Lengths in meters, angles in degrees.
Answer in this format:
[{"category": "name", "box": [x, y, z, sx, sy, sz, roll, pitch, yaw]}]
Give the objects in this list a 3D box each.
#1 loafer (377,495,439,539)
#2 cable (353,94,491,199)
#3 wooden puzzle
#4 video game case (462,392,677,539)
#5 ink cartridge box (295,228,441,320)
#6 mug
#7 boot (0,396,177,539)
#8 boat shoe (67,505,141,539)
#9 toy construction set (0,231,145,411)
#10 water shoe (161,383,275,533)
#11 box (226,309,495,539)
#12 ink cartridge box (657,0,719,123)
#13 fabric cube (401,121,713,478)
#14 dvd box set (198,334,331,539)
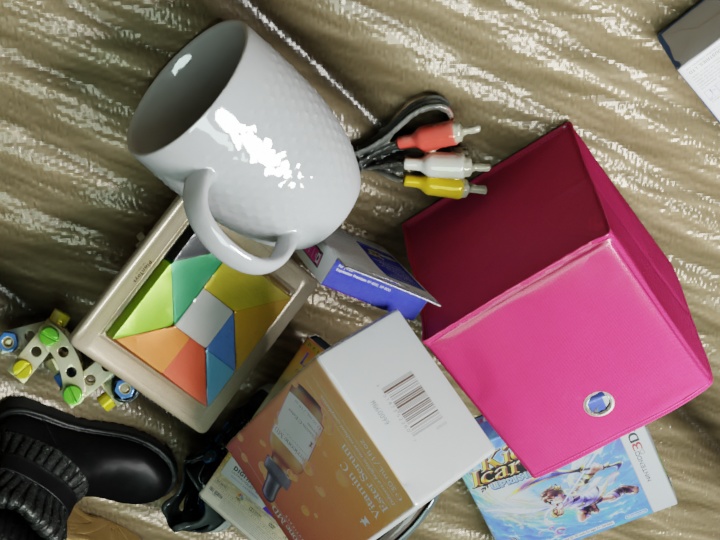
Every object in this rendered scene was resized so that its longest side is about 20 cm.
[{"category": "loafer", "box": [-0.001, 0.272, 1.719, 0.063, 0.072, 0.200, 38, 115, -21]}, {"category": "cable", "box": [0.017, -0.101, 1.471, 0.199, 0.050, 0.098, -9, 121, 0]}, {"category": "wooden puzzle", "box": [-0.147, 0.040, 1.495, 0.185, 0.037, 0.200, -53, 131, -4]}, {"category": "video game case", "box": [0.214, 0.209, 1.712, 0.199, 0.046, 0.182, -22, 123, 9]}, {"category": "ink cartridge box", "box": [0.000, 0.000, 1.450, 0.094, 0.200, 0.037, 22, 97, -18]}, {"category": "mug", "box": [-0.093, -0.085, 1.381, 0.147, 0.201, 0.175, -26, 127, 35]}, {"category": "boot", "box": [-0.281, 0.222, 1.596, 0.210, 0.158, 0.080, 19, 121, -19]}, {"category": "boat shoe", "box": [-0.316, 0.282, 1.687, 0.200, 0.071, 0.069, 36, 112, -28]}, {"category": "toy construction set", "box": [-0.237, 0.055, 1.536, 0.200, 0.092, 0.131, -38, 95, 11]}, {"category": "water shoe", "box": [-0.134, 0.199, 1.635, 0.079, 0.072, 0.201, -4, 134, -44]}, {"category": "box", "box": [-0.004, 0.156, 1.428, 0.153, 0.106, 0.200, 54, 141, 9]}, {"category": "ink cartridge box", "box": [0.381, -0.170, 1.448, 0.136, 0.077, 0.200, -36, 119, 19]}, {"category": "fabric cube", "box": [0.178, 0.027, 1.487, 0.196, 0.200, 0.200, -30, 122, 15]}, {"category": "dvd box set", "box": [-0.047, 0.184, 1.563, 0.146, 0.029, 0.200, 37, 103, 13]}]
